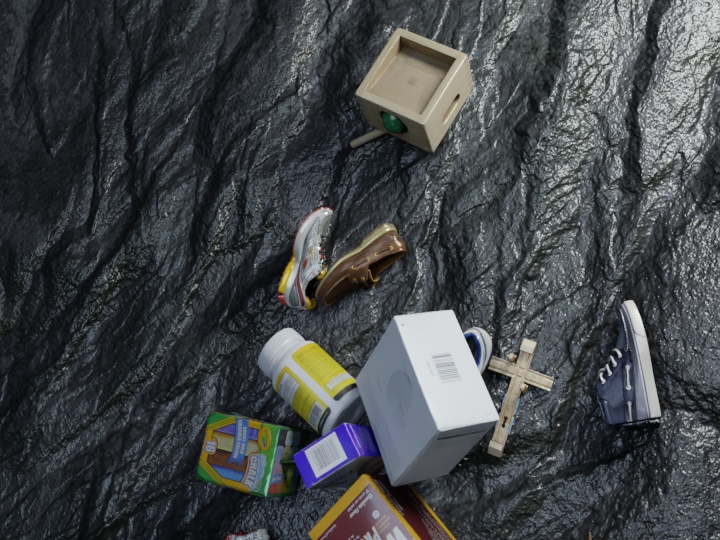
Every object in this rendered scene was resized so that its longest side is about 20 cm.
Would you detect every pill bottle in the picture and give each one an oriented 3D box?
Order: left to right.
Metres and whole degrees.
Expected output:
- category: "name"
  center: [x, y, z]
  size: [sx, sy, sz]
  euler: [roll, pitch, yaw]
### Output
- category: "pill bottle"
  center: [-0.088, 0.202, 1.492]
  size: [0.199, 0.114, 0.115]
  euler: [40, 94, 25]

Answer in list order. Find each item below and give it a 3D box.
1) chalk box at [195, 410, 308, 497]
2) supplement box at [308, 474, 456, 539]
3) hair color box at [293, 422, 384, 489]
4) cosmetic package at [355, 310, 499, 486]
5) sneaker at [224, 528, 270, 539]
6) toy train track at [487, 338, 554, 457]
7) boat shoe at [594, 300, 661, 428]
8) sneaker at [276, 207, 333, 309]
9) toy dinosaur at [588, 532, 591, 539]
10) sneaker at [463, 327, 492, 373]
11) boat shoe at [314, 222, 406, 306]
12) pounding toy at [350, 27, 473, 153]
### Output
- category: "chalk box"
  center: [-0.176, 0.337, 1.492]
  size: [0.196, 0.124, 0.127]
  euler: [8, 81, 25]
- category: "supplement box"
  center: [0.055, 0.450, 1.328]
  size: [0.133, 0.200, 0.198]
  euler: [-46, 66, 6]
- category: "hair color box"
  center: [-0.021, 0.315, 1.390]
  size: [0.108, 0.200, 0.066]
  euler: [-33, 69, 11]
- category: "cosmetic package"
  center: [0.101, 0.208, 1.341]
  size: [0.201, 0.120, 0.203]
  euler: [-59, 43, 47]
- category: "sneaker"
  center: [-0.240, 0.549, 1.502]
  size: [0.198, 0.067, 0.110]
  euler: [-29, 68, 10]
- category: "toy train track"
  center: [0.255, 0.214, 1.392]
  size: [0.113, 0.032, 0.205]
  euler: [17, 86, 25]
- category: "boat shoe"
  center: [0.415, 0.154, 1.316]
  size: [0.090, 0.075, 0.205]
  euler: [-10, 75, 12]
- category: "sneaker"
  center: [-0.088, -0.021, 1.572]
  size: [0.081, 0.078, 0.205]
  euler: [20, 95, 21]
- category: "toy dinosaur"
  center: [0.397, 0.518, 1.261]
  size: [0.199, 0.061, 0.106]
  euler: [39, 69, 20]
- category: "sneaker"
  center: [0.167, 0.194, 1.402]
  size: [0.074, 0.088, 0.205]
  euler: [11, 86, 21]
- category: "boat shoe"
  center: [0.000, 0.000, 1.525]
  size: [0.199, 0.072, 0.068]
  euler: [-41, 65, 6]
- category: "pounding toy"
  center: [0.085, -0.314, 1.545]
  size: [0.182, 0.142, 0.202]
  euler: [28, 78, 24]
